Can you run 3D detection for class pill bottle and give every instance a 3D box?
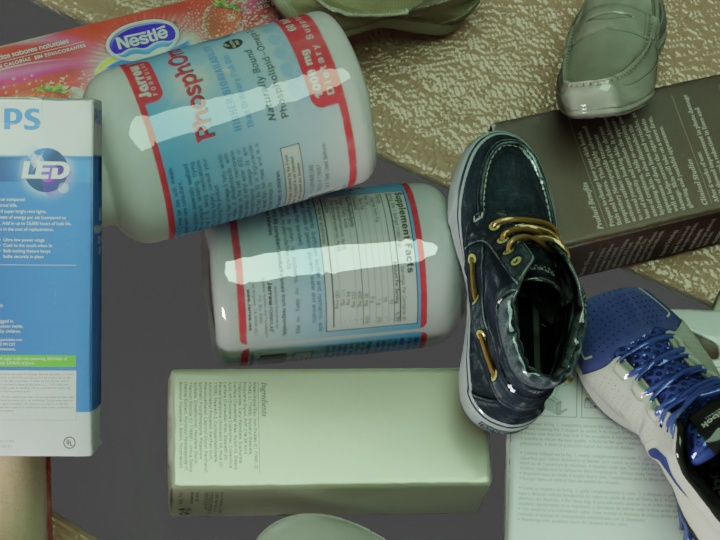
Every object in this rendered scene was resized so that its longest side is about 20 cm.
[{"bbox_3d":[0.000,0.000,1.446,0.200,0.109,0.109,-5,68,-8],"label":"pill bottle"},{"bbox_3d":[-0.099,-0.081,1.361,0.200,0.109,0.109,-17,70,-12],"label":"pill bottle"}]

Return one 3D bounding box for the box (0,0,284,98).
[{"bbox_3d":[-0.139,-0.107,1.481,0.200,0.103,0.095,-16,69,-11],"label":"box"}]

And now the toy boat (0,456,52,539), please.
[{"bbox_3d":[-0.252,0.101,1.375,0.130,0.131,0.200,1,109,-2],"label":"toy boat"}]

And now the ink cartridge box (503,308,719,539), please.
[{"bbox_3d":[0.190,0.110,1.381,0.200,0.044,0.174,2,63,4],"label":"ink cartridge box"}]

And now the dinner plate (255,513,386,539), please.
[{"bbox_3d":[0.015,0.223,1.331,0.200,0.024,0.200,32,31,-21],"label":"dinner plate"}]

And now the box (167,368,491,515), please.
[{"bbox_3d":[-0.021,0.108,1.412,0.200,0.068,0.082,1,67,-6],"label":"box"}]

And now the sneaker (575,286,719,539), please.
[{"bbox_3d":[0.198,0.083,1.307,0.080,0.115,0.200,-24,65,-10],"label":"sneaker"}]

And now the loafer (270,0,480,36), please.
[{"bbox_3d":[0.014,-0.201,1.503,0.200,0.068,0.076,-7,66,-48],"label":"loafer"}]

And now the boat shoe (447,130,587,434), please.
[{"bbox_3d":[0.101,-0.007,1.361,0.071,0.091,0.201,7,65,-17],"label":"boat shoe"}]

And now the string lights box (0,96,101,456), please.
[{"bbox_3d":[-0.198,0.002,1.266,0.103,0.059,0.200,1,92,-1],"label":"string lights box"}]

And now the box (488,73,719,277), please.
[{"bbox_3d":[0.190,-0.062,1.511,0.200,0.075,0.100,-12,69,-12],"label":"box"}]

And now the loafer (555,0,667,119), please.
[{"bbox_3d":[0.166,-0.155,1.495,0.070,0.070,0.200,-4,23,14],"label":"loafer"}]

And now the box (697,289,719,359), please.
[{"bbox_3d":[0.233,0.109,1.445,0.082,0.068,0.200,26,68,7],"label":"box"}]
